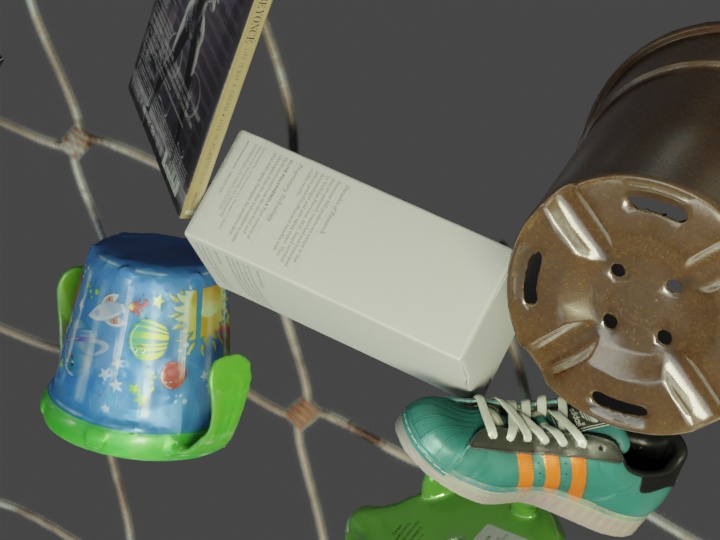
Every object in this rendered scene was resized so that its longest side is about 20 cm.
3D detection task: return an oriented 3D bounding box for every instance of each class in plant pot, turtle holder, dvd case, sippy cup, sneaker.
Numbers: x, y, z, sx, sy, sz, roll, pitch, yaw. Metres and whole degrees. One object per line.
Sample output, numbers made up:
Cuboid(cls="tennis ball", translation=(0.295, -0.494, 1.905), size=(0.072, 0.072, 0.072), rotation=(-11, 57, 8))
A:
Cuboid(cls="plant pot", translation=(0.185, -0.018, 1.096), size=(0.200, 0.198, 0.201), rotation=(12, 117, 24))
Cuboid(cls="turtle holder", translation=(0.060, 0.219, 1.313), size=(0.185, 0.141, 0.132), rotation=(-9, 126, 22))
Cuboid(cls="dvd case", translation=(-0.100, -0.156, 1.235), size=(0.200, 0.016, 0.149), rotation=(-68, 31, 33))
Cuboid(cls="sippy cup", translation=(-0.147, 0.047, 1.352), size=(0.178, 0.140, 0.131), rotation=(13, 108, 12))
Cuboid(cls="sneaker", translation=(0.117, 0.106, 1.228), size=(0.200, 0.071, 0.080), rotation=(18, 124, -30))

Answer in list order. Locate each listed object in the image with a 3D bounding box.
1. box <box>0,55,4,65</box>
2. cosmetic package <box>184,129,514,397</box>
Cuboid(cls="box", translation=(-0.376, -0.159, 1.403), size=(0.200, 0.079, 0.141), rotation=(42, 122, 4))
Cuboid(cls="cosmetic package", translation=(0.000, 0.000, 1.246), size=(0.200, 0.085, 0.108), rotation=(24, 165, 15))
